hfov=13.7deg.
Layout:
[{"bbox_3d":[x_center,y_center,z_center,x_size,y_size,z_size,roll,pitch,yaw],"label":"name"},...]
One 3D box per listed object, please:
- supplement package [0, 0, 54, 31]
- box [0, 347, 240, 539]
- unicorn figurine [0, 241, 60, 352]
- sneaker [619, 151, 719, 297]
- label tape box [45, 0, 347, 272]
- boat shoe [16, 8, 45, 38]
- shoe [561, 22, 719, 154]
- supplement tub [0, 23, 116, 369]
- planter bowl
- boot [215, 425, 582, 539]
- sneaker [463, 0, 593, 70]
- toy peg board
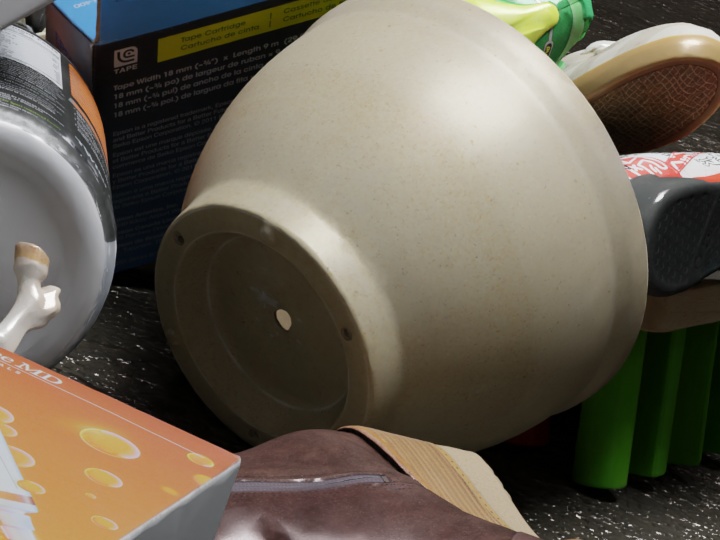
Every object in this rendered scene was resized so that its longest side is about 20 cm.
[{"bbox_3d":[-0.204,-0.153,1.220,0.120,0.121,0.200,62,-7,-18],"label":"supplement package"},{"bbox_3d":[-0.133,0.092,0.858,0.124,0.098,0.200,24,14,11],"label":"box"},{"bbox_3d":[-0.200,0.008,1.069,0.200,0.074,0.137,34,53,4],"label":"unicorn figurine"},{"bbox_3d":[0.138,-0.031,1.349,0.108,0.067,0.201,16,14,37],"label":"sneaker"},{"bbox_3d":[-0.065,-0.098,1.352,0.144,0.200,0.063,-17,54,-19],"label":"label tape box"},{"bbox_3d":[-0.147,-0.118,1.491,0.200,0.076,0.060,-94,159,-46],"label":"boat shoe"},{"bbox_3d":[0.095,-0.076,1.375,0.070,0.053,0.200,11,-24,-32],"label":"shoe"},{"bbox_3d":[-0.163,-0.034,1.230,0.122,0.123,0.200,18,14,-12],"label":"supplement tub"},{"bbox_3d":[0.000,0.000,1.252,0.200,0.200,0.135,29,44,30],"label":"planter bowl"},{"bbox_3d":[-0.001,0.118,1.059,0.166,0.072,0.200,0,24,-25],"label":"boot"},{"bbox_3d":[0.059,-0.104,1.350,0.083,0.074,0.200,-23,9,-8],"label":"sneaker"},{"bbox_3d":[0.089,0.034,1.440,0.199,0.098,0.200,11,8,28],"label":"toy peg board"}]
